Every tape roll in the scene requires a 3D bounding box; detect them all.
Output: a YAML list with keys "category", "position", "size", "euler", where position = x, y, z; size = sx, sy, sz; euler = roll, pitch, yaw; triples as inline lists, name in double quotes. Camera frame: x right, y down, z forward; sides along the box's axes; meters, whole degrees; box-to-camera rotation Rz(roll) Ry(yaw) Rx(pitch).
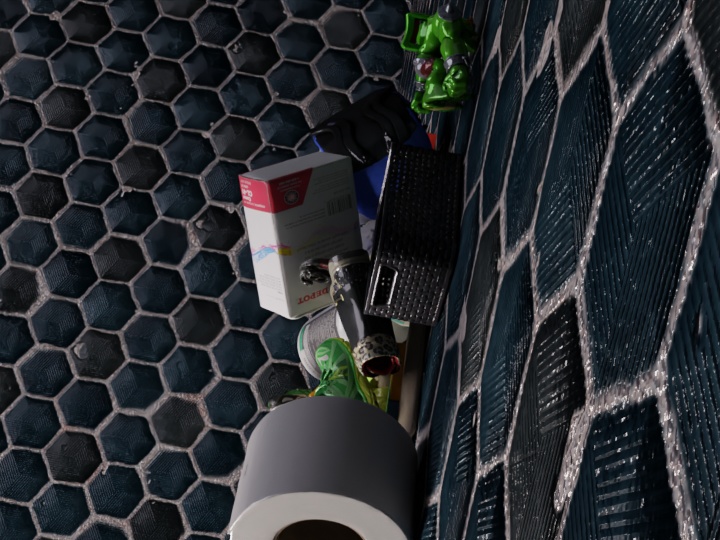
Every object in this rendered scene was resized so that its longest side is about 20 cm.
- category: "tape roll"
  position: [-0.037, 0.259, 1.187]
  size: [0.140, 0.201, 0.204]
  euler: [-81, 2, -51]

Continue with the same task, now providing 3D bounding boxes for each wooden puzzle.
- category: "wooden puzzle"
  position: [0.050, 0.184, 1.439]
  size: [0.201, 0.037, 0.186]
  euler: [103, 177, -57]

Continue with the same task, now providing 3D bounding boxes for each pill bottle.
- category: "pill bottle"
  position: [-0.007, 0.096, 1.643]
  size: [0.200, 0.112, 0.114]
  euler: [-34, 41, 54]

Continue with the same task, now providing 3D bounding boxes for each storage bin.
- category: "storage bin"
  position: [0.066, -0.047, 1.312]
  size: [0.136, 0.093, 0.201]
  euler: [102, 176, -46]

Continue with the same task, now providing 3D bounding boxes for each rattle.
- category: "rattle"
  position: [-0.009, 0.204, 1.699]
  size: [0.200, 0.142, 0.131]
  euler: [-109, 10, -74]

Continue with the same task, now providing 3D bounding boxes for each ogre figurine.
- category: "ogre figurine"
  position: [0.102, -0.272, 1.365]
  size: [0.200, 0.097, 0.121]
  euler: [-14, -78, -80]

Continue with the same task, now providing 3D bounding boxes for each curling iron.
- category: "curling iron"
  position: [0.000, 0.000, 1.475]
  size: [0.050, 0.199, 0.026]
  euler: [-42, 56, 50]

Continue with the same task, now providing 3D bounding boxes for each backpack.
- category: "backpack"
  position: [0.041, -0.166, 1.601]
  size: [0.168, 0.162, 0.200]
  euler: [53, -176, -29]

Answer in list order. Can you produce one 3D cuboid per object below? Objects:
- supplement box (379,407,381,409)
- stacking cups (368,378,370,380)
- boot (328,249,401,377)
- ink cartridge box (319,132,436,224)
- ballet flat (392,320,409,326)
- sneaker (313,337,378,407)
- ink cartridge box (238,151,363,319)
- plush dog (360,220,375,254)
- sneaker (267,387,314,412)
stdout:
- category: "supplement box"
  position: [-0.021, 0.300, 1.514]
  size: [0.086, 0.110, 0.201]
  euler: [49, -140, -46]
- category: "stacking cups"
  position: [0.022, 0.204, 1.893]
  size: [0.061, 0.060, 0.201]
  euler: [-83, 2, -59]
- category: "boot"
  position: [0.009, 0.076, 1.419]
  size: [0.204, 0.073, 0.155]
  euler: [74, 180, -67]
- category: "ink cartridge box"
  position: [0.025, -0.152, 1.746]
  size: [0.047, 0.198, 0.161]
  euler: [-121, 37, -61]
- category: "ballet flat"
  position: [0.065, -0.005, 1.573]
  size: [0.068, 0.062, 0.201]
  euler: [103, 177, -46]
- category: "sneaker"
  position: [-0.032, 0.157, 1.408]
  size: [0.200, 0.083, 0.075]
  euler: [-120, 21, -56]
- category: "ink cartridge box"
  position: [-0.079, -0.053, 1.497]
  size: [0.085, 0.147, 0.202]
  euler: [18, 121, 50]
- category: "plush dog"
  position: [0.027, 0.016, 1.745]
  size: [0.201, 0.159, 0.173]
  euler: [-82, -21, -52]
- category: "sneaker"
  position: [-0.068, 0.254, 1.648]
  size: [0.078, 0.200, 0.086]
  euler: [-29, 36, 26]
